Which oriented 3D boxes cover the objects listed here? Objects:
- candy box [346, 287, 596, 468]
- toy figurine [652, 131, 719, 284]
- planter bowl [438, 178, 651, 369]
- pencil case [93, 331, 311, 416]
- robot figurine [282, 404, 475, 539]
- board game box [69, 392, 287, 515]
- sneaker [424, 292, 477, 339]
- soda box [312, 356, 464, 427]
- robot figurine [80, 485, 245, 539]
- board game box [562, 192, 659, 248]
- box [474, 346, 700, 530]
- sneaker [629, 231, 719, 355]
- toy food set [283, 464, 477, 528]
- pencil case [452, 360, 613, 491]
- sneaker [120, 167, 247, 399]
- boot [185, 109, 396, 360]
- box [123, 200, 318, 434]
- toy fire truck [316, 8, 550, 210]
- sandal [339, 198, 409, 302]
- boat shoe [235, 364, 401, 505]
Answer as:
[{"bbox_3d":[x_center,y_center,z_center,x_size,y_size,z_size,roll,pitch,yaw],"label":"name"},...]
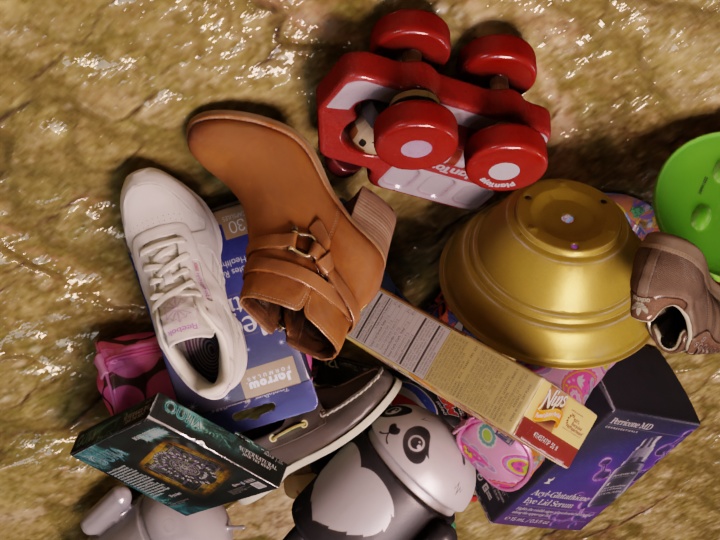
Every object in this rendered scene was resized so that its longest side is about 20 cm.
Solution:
[{"bbox_3d":[0.087,0.085,1.157,0.056,0.199,0.115,-59,142,-4],"label":"candy box"},{"bbox_3d":[0.336,-0.037,1.281,0.149,0.201,0.184,24,157,10],"label":"toy figurine"},{"bbox_3d":[0.170,-0.018,1.183,0.199,0.201,0.084,-4,136,-12],"label":"planter bowl"},{"bbox_3d":[-0.146,0.079,1.273,0.198,0.091,0.094,-14,167,-3],"label":"pencil case"},{"bbox_3d":[0.015,0.216,1.285,0.150,0.125,0.200,44,97,4],"label":"robot figurine"},{"bbox_3d":[-0.168,0.170,1.254,0.135,0.028,0.200,32,150,-20],"label":"board game box"},{"bbox_3d":[0.093,0.047,1.322,0.078,0.076,0.201,5,130,1],"label":"sneaker"},{"bbox_3d":[0.031,0.146,1.407,0.199,0.064,0.071,16,128,-30],"label":"soda box"},{"bbox_3d":[-0.213,0.293,1.445,0.200,0.113,0.170,-38,114,21],"label":"robot figurine"},{"bbox_3d":[0.209,0.013,1.341,0.157,0.039,0.201,0,133,-17],"label":"board game box"},{"bbox_3d":[0.224,0.170,1.444,0.147,0.105,0.200,12,131,-39],"label":"box"},{"bbox_3d":[0.270,0.040,1.164,0.200,0.070,0.076,39,73,-47],"label":"sneaker"},{"bbox_3d":[0.023,0.230,1.443,0.196,0.049,0.200,3,160,6],"label":"toy food set"},{"bbox_3d":[0.164,0.110,1.274,0.200,0.087,0.088,-44,153,-38],"label":"pencil case"},{"bbox_3d":[-0.142,0.011,1.136,0.074,0.100,0.201,-21,97,3],"label":"sneaker"},{"bbox_3d":[-0.073,-0.028,1.107,0.199,0.156,0.077,35,140,-13],"label":"boot"},{"bbox_3d":[-0.117,0.048,1.211,0.120,0.032,0.202,-17,102,0],"label":"box"},{"bbox_3d":[0.051,-0.112,1.135,0.199,0.113,0.168,11,149,-25],"label":"toy fire truck"},{"bbox_3d":[0.000,0.000,1.244,0.079,0.088,0.200,6,162,25],"label":"sandal"},{"bbox_3d":[-0.054,0.144,1.295,0.201,0.072,0.061,-36,99,17],"label":"boat shoe"}]
